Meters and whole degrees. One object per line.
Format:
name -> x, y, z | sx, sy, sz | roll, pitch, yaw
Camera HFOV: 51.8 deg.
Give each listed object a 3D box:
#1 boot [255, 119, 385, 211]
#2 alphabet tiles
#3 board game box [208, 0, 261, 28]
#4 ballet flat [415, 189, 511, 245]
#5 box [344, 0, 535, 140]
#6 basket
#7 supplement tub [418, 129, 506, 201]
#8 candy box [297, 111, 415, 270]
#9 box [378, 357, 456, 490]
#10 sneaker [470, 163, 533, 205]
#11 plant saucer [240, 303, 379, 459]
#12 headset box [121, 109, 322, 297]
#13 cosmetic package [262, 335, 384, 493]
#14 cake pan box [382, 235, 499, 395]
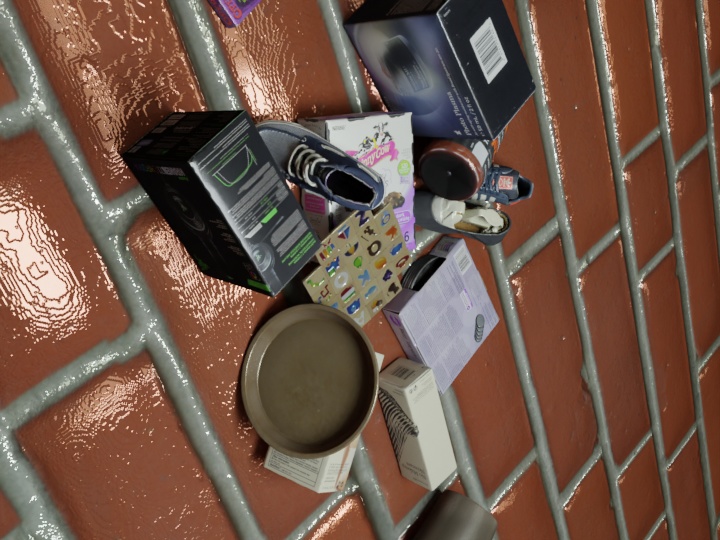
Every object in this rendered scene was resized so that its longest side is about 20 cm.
boot -> -0.059, -0.135, 0.932 | 0.195, 0.090, 0.074 | 22, 100, 2
alphabet tiles -> 0.000, 0.000, 1.048 | 0.166, 0.006, 0.202 | -43, 141, -14
board game box -> -0.176, -0.413, 0.886 | 0.121, 0.032, 0.201 | -54, 127, -25
ballet flat -> 0.163, -0.091, 1.190 | 0.195, 0.073, 0.075 | 15, 89, -26
box -> 0.111, -0.300, 1.048 | 0.124, 0.196, 0.202 | -47, 125, -20
basket -> 0.145, 0.498, 1.279 | 0.202, 0.134, 0.181 | -56, 132, -23
supplement tub -> 0.170, -0.213, 1.165 | 0.108, 0.105, 0.202 | 55, 49, -34
candy box -> -0.002, -0.120, 1.065 | 0.165, 0.071, 0.206 | -15, 109, -38
box -> 0.091, 0.251, 1.215 | 0.068, 0.081, 0.205 | -31, 116, -33
sneaker -> 0.217, -0.150, 1.246 | 0.196, 0.083, 0.077 | -1, 99, -41
plant saucer -> -0.067, 0.148, 1.000 | 0.029, 0.195, 0.205 | 35, 73, -73
headset box -> -0.159, -0.076, 0.869 | 0.093, 0.172, 0.202 | -46, 126, -25
cosmetic package -> -0.050, 0.198, 1.053 | 0.087, 0.101, 0.205 | 26, 82, -63
cake pan box -> 0.138, 0.073, 1.243 | 0.185, 0.052, 0.202 | -49, 126, -26
